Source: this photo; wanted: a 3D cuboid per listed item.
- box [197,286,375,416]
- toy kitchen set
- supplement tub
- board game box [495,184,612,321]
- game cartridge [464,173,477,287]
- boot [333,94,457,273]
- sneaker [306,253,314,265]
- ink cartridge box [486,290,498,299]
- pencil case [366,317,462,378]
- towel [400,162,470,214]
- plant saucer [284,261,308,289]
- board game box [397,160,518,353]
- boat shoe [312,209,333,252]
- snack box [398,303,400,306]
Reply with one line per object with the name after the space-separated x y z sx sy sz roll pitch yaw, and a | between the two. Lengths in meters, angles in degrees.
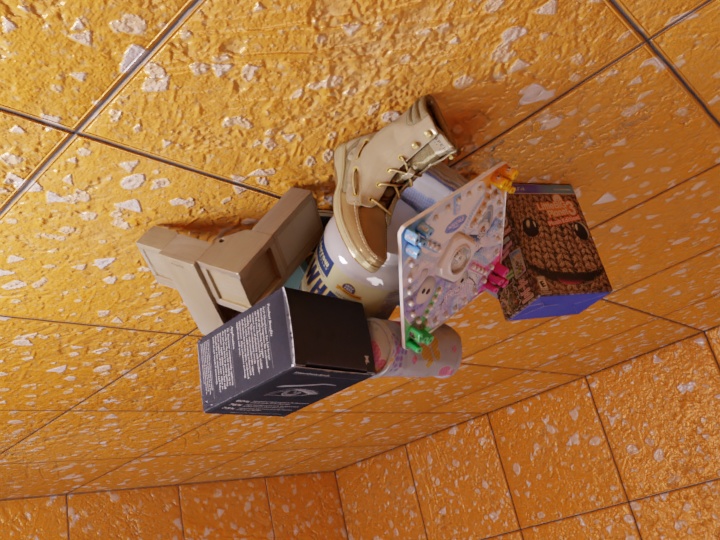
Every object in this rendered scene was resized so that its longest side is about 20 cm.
-0.102 0.116 0.942 0.199 0.106 0.147 -30 150 35 | box
-0.175 -0.013 1.035 0.197 0.181 0.165 15 140 31 | toy kitchen set
0.000 0.000 1.019 0.143 0.146 0.201 -1 139 -29 | supplement tub
0.298 -0.032 1.174 0.157 0.203 0.097 -3 155 -26 | board game box
0.142 -0.021 1.115 0.032 0.203 0.177 12 152 -11 | game cartridge
0.046 -0.108 0.854 0.154 0.202 0.073 -27 137 26 | boot
-0.082 0.021 1.244 0.198 0.072 0.112 -24 153 16 | sneaker
0.225 -0.019 1.269 0.041 0.121 0.199 -24 155 20 | ink cartridge box
0.066 0.114 1.023 0.090 0.085 0.199 -1 173 38 | pencil case
0.089 -0.076 1.012 0.024 0.146 0.201 -45 165 -37 | towel
-0.105 0.028 1.153 0.069 0.019 0.201 -18 147 3 | plant saucer
0.129 -0.013 0.917 0.199 0.026 0.202 -33 137 -29 | board game box
-0.053 -0.052 1.104 0.197 0.063 0.075 0 156 -28 | boat shoe
0.063 0.029 1.233 0.115 0.038 0.199 21 -174 22 | snack box
